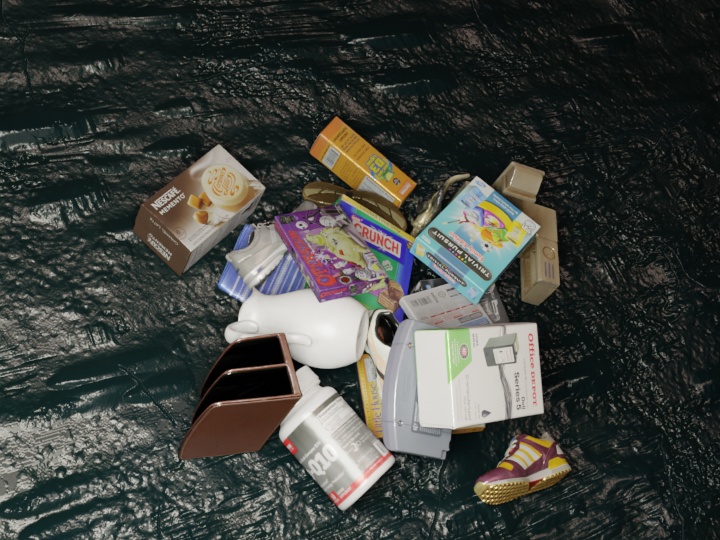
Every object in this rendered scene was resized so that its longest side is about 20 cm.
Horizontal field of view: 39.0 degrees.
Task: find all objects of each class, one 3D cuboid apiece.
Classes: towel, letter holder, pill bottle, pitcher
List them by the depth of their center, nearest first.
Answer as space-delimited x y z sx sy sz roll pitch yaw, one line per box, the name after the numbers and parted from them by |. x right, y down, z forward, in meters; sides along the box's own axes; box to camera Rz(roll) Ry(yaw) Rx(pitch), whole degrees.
-0.190 0.185 1.464 0.140 0.200 0.102 -4 61 -28 | letter holder
-0.052 0.252 1.547 0.200 0.114 0.114 47 51 8 | pill bottle
-0.097 0.092 1.564 0.197 0.123 0.172 9 19 12 | pitcher
-0.131 0.018 1.716 0.198 0.024 0.146 28 52 -8 | towel

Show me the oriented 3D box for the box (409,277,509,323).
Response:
0.192 0.109 1.801 0.156 0.050 0.202 -5 63 -28 | box

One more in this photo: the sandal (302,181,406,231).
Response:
-0.012 -0.105 1.838 0.197 0.054 0.081 15 39 0 | sandal

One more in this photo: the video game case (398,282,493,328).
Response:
0.169 0.111 1.703 0.142 0.018 0.201 -14 59 -36 | video game case

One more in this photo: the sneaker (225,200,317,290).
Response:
-0.143 -0.061 1.695 0.082 0.075 0.200 42 53 -2 | sneaker

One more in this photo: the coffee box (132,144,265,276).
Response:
-0.267 -0.102 1.686 0.114 0.080 0.200 42 51 4 | coffee box

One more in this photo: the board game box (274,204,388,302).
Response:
-0.049 -0.031 1.612 0.118 0.033 0.201 -15 43 -19 | board game box

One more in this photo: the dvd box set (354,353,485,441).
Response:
0.096 0.202 1.670 0.197 0.030 0.148 -5 63 -11 | dvd box set

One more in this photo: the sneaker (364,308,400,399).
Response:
0.056 0.152 1.614 0.073 0.080 0.202 -26 85 -22 | sneaker

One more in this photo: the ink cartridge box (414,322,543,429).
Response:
0.186 0.159 1.577 0.198 0.084 0.148 -3 87 -38 | ink cartridge box

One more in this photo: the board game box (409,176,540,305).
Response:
0.205 -0.056 1.799 0.150 0.047 0.200 38 55 10 | board game box

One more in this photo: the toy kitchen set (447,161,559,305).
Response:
0.285 -0.075 1.894 0.197 0.163 0.183 16 54 -16 | toy kitchen set

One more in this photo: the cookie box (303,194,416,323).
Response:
0.000 0.000 1.739 0.170 0.075 0.202 29 51 -23 | cookie box

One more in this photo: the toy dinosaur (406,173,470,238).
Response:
0.129 -0.122 1.858 0.047 0.088 0.201 32 78 26 | toy dinosaur

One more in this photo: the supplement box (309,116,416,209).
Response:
0.005 -0.191 1.890 0.199 0.069 0.067 40 53 -1 | supplement box

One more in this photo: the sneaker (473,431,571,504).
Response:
0.255 0.324 1.691 0.198 0.075 0.091 -3 53 -36 | sneaker

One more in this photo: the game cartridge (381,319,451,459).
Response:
0.093 0.183 1.576 0.132 0.040 0.203 19 74 -41 | game cartridge
